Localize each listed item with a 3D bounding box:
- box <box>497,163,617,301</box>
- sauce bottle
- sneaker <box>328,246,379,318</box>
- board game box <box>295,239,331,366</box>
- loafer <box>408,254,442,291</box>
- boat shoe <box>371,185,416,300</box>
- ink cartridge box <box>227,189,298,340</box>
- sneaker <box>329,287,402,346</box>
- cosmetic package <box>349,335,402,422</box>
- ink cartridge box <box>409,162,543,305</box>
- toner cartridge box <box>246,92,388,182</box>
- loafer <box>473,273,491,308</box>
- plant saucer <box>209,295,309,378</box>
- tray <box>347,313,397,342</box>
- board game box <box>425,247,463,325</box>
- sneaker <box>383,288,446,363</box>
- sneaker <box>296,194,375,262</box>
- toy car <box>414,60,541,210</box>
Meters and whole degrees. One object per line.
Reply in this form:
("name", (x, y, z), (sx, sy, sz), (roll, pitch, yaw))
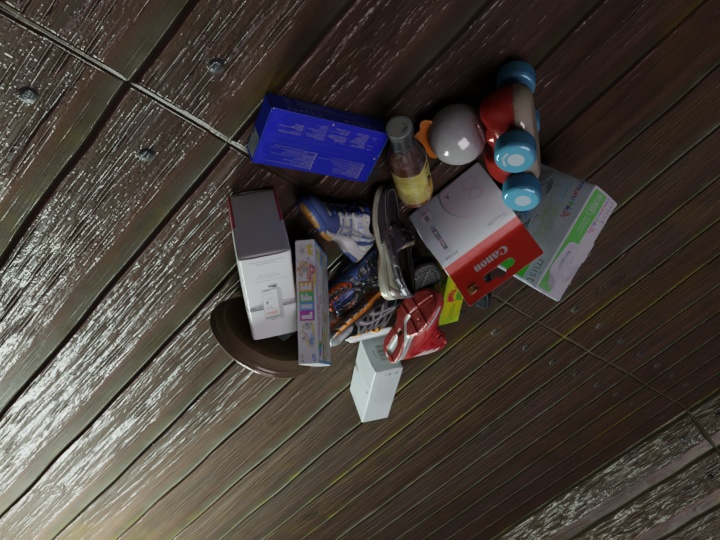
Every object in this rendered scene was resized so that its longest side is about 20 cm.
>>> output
("box", (0.325, -0.077, 1.141), (0.096, 0.176, 0.201), (23, 100, -42))
("sauce bottle", (0.077, -0.171, 1.009), (0.066, 0.066, 0.200), (-26, 157, 1))
("sneaker", (0.000, 0.000, 1.182), (0.199, 0.079, 0.075), (-34, 125, 6))
("board game box", (-0.080, 0.060, 1.079), (0.034, 0.202, 0.134), (-3, 170, 5))
("loafer", (0.105, 0.006, 1.207), (0.072, 0.072, 0.200), (-13, 164, -7))
("boat shoe", (0.064, -0.048, 1.095), (0.064, 0.202, 0.072), (0, -172, 31))
("ink cartridge box", (-0.158, -0.007, 1.032), (0.082, 0.147, 0.201), (-11, 139, -10))
("sneaker", (0.013, 0.091, 1.222), (0.199, 0.078, 0.078), (-36, 109, -28))
("cosmetic package", (0.033, 0.250, 1.452), (0.073, 0.102, 0.201), (-7, 136, -20))
("ink cartridge box", (0.198, -0.067, 1.112), (0.162, 0.201, 0.057), (-37, 144, 14))
("toner cartridge box", (-0.063, -0.197, 0.957), (0.198, 0.043, 0.095), (6, 132, -32))
("loafer", (0.242, 0.035, 1.343), (0.070, 0.069, 0.201), (1, 163, 15))
("plant saucer", (-0.168, 0.109, 1.117), (0.199, 0.201, 0.030), (14, 120, -38))
("tray", (0.043, 0.113, 1.309), (0.198, 0.107, 0.022), (-12, 104, -15))
("board game box", (0.168, 0.004, 1.252), (0.047, 0.102, 0.201), (-12, 139, -14))
("sneaker", (0.131, 0.102, 1.241), (0.115, 0.079, 0.200), (-4, 146, -35))
("sneaker", (-0.032, -0.091, 1.077), (0.088, 0.075, 0.200), (-42, 147, 8))
("toy car", (0.184, -0.207, 1.015), (0.198, 0.186, 0.177), (-3, 146, 20))
